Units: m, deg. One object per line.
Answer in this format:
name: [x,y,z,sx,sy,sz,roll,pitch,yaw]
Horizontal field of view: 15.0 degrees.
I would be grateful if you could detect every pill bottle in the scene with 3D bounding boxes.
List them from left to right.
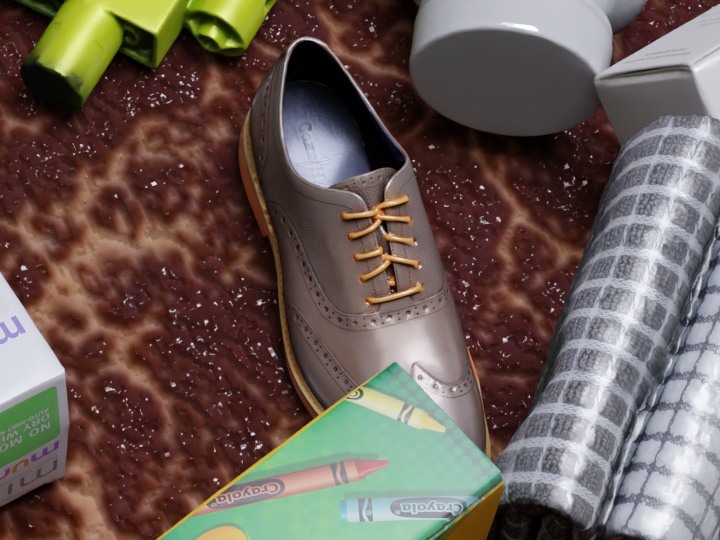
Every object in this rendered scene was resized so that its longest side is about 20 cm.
pill bottle: [0.075,-0.162,1.160,0.111,0.111,0.201,11,62,-1]

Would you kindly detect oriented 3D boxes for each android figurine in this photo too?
android figurine: [-0.111,-0.165,1.179,0.182,0.041,0.200,25,63,6]

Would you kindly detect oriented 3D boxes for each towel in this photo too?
towel: [0.093,0.057,1.000,0.085,0.200,0.166,21,64,4]

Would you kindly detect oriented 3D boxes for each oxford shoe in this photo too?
oxford shoe: [0.000,0.000,1.088,0.071,0.073,0.200,-18,67,-16]

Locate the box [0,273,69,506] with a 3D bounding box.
box: [-0.238,0.038,1.028,0.200,0.097,0.177,-27,66,-20]

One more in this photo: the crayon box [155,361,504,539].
crayon box: [-0.023,0.126,0.948,0.119,0.200,0.058,-37,71,-22]

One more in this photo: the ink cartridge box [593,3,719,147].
ink cartridge box: [0.217,-0.060,1.109,0.200,0.083,0.147,-30,102,-21]
